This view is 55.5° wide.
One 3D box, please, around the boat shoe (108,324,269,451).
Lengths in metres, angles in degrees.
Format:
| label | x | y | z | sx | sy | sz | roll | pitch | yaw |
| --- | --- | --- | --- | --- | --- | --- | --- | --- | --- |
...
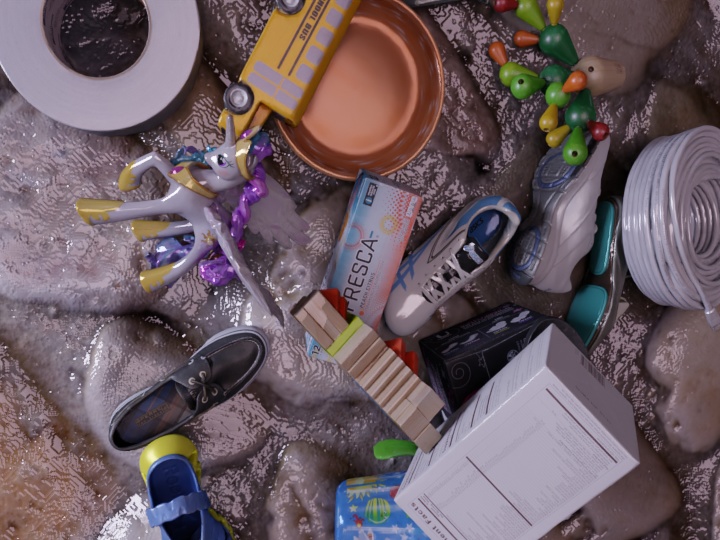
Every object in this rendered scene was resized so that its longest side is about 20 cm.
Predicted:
| label | x | y | z | sx | sy | sz | roll | pitch | yaw |
| --- | --- | --- | --- | --- | --- | --- | --- | --- | --- |
| boat shoe | -0.183 | 0.132 | 0.742 | 0.197 | 0.057 | 0.070 | -34 | 100 | -5 |

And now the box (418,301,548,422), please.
| label | x | y | z | sx | sy | sz | roll | pitch | yaw |
| --- | --- | --- | --- | --- | --- | --- | --- | --- | --- |
| box | 0.164 | 0.158 | 0.777 | 0.129 | 0.115 | 0.205 | -21 | 100 | -8 |

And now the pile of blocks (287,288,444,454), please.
| label | x | y | z | sx | sy | sz | roll | pitch | yaw |
| --- | --- | --- | --- | --- | --- | --- | --- | --- | --- |
| pile of blocks | 0.014 | 0.086 | 0.683 | 0.062 | 0.082 | 0.200 | -43 | 79 | -8 |

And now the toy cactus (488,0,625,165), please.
| label | x | y | z | sx | sy | sz | roll | pitch | yaw |
| --- | --- | --- | --- | --- | --- | --- | --- | --- | --- |
| toy cactus | 0.234 | -0.222 | 0.760 | 0.161 | 0.103 | 0.204 | -12 | 69 | -29 |

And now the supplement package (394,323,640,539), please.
| label | x | y | z | sx | sy | sz | roll | pitch | yaw |
| --- | --- | --- | --- | --- | --- | --- | --- | --- | --- |
| supplement package | 0.142 | 0.170 | 0.638 | 0.114 | 0.109 | 0.200 | 45 | 114 | 3 |

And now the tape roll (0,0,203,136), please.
| label | x | y | z | sx | sy | sz | roll | pitch | yaw |
| --- | --- | --- | --- | --- | --- | --- | --- | --- | --- |
| tape roll | -0.259 | -0.241 | 0.689 | 0.194 | 0.066 | 0.207 | -1 | 96 | -11 |

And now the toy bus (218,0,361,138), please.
| label | x | y | z | sx | sy | sz | roll | pitch | yaw |
| --- | --- | --- | --- | --- | --- | --- | --- | --- | --- |
| toy bus | -0.070 | -0.217 | 0.688 | 0.077 | 0.065 | 0.204 | 27 | 90 | -13 |

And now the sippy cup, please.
| label | x | y | z | sx | sy | sz | roll | pitch | yaw |
| --- | --- | --- | --- | --- | --- | --- | --- | --- | --- |
| sippy cup | 0.036 | 0.286 | 0.765 | 0.126 | 0.140 | 0.183 | 1 | 72 | 0 |

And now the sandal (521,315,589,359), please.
| label | x | y | z | sx | sy | sz | roll | pitch | yaw |
| --- | --- | --- | --- | --- | --- | --- | --- | --- | --- |
| sandal | 0.209 | 0.149 | 0.701 | 0.073 | 0.048 | 0.207 | -6 | 97 | -10 |

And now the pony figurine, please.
| label | x | y | z | sx | sy | sz | roll | pitch | yaw |
| --- | --- | --- | --- | --- | --- | --- | --- | --- | --- |
| pony figurine | -0.146 | -0.047 | 0.682 | 0.195 | 0.169 | 0.195 | -17 | 130 | 17 |

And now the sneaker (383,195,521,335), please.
| label | x | y | z | sx | sy | sz | roll | pitch | yaw |
| --- | --- | --- | --- | --- | --- | --- | --- | --- | --- |
| sneaker | 0.100 | -0.007 | 0.771 | 0.072 | 0.072 | 0.200 | 43 | 89 | -12 |

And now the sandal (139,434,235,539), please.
| label | x | y | z | sx | sy | sz | roll | pitch | yaw |
| --- | --- | --- | --- | --- | --- | --- | --- | --- | --- |
| sandal | -0.183 | 0.280 | 0.729 | 0.078 | 0.087 | 0.204 | -22 | 117 | -9 |

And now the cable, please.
| label | x | y | z | sx | sy | sz | roll | pitch | yaw |
| --- | --- | --- | --- | --- | --- | --- | --- | --- | --- |
| cable | 0.378 | -0.058 | 0.788 | 0.199 | 0.069 | 0.204 | 37 | 71 | -30 |

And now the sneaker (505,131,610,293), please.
| label | x | y | z | sx | sy | sz | roll | pitch | yaw |
| --- | --- | --- | --- | --- | --- | --- | --- | --- | --- |
| sneaker | 0.241 | -0.069 | 0.800 | 0.086 | 0.074 | 0.204 | 22 | 94 | -28 |

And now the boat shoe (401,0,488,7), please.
| label | x | y | z | sx | sy | sz | roll | pitch | yaw |
| --- | --- | --- | --- | --- | --- | --- | --- | --- | --- |
| boat shoe | 0.128 | -0.333 | 0.761 | 0.195 | 0.074 | 0.063 | -11 | 141 | -15 |

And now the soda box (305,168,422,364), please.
| label | x | y | z | sx | sy | sz | roll | pitch | yaw |
| --- | --- | --- | --- | --- | --- | --- | --- | --- | --- |
| soda box | 0.000 | 0.000 | 0.741 | 0.067 | 0.064 | 0.205 | 17 | 103 | -11 |

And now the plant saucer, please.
| label | x | y | z | sx | sy | sz | roll | pitch | yaw |
| --- | --- | --- | --- | --- | --- | --- | --- | --- | --- |
| plant saucer | -0.005 | -0.201 | 0.752 | 0.194 | 0.037 | 0.207 | -1 | 96 | -9 |

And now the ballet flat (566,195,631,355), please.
| label | x | y | z | sx | sy | sz | roll | pitch | yaw |
| --- | --- | --- | --- | --- | --- | --- | --- | --- | --- |
| ballet flat | 0.296 | 0.016 | 0.811 | 0.062 | 0.067 | 0.206 | 11 | 94 | -18 |
